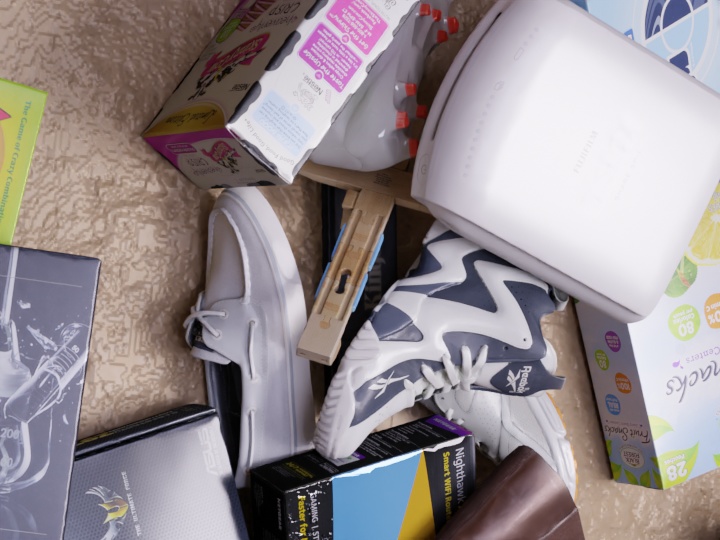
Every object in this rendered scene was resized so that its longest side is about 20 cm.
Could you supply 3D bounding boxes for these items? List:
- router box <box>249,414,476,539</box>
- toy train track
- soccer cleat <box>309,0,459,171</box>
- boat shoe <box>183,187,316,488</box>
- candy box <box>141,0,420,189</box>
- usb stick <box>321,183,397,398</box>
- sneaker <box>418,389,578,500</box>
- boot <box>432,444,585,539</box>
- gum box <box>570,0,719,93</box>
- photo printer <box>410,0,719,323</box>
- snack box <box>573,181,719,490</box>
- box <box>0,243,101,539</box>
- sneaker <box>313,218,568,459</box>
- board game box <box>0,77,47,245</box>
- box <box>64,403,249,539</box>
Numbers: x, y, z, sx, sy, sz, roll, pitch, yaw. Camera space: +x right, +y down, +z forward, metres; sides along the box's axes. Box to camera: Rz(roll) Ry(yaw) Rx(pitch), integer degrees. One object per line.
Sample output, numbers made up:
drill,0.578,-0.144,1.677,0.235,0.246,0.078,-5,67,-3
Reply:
router box,0.006,0.209,1.703,0.149,0.051,0.200,-15,114,-29
toy train track,0.001,-0.018,1.667,0.115,0.033,0.200,16,56,8
soccer cleat,0.014,-0.148,1.701,0.069,0.077,0.200,66,30,-44
boat shoe,-0.080,0.046,1.672,0.068,0.072,0.200,-15,108,-31
candy box,-0.040,-0.147,1.645,0.061,0.136,0.200,41,72,-22
usb stick,0.000,0.000,1.730,0.055,0.033,0.200,-2,92,-22
sneaker,0.081,0.094,1.765,0.092,0.076,0.200,-20,93,-20
boot,0.090,0.235,1.706,0.200,0.064,0.187,-43,128,-21
gum box,0.207,-0.142,1.785,0.200,0.045,0.170,-32,121,-44
photo printer,0.135,-0.078,1.654,0.200,0.069,0.167,28,87,-29
snack box,0.245,0.037,1.851,0.168,0.068,0.200,-20,103,-28
box,-0.267,0.068,1.513,0.200,0.104,0.182,8,87,-13
sneaker,0.064,0.063,1.674,0.129,0.080,0.199,31,59,6
board game box,-0.298,-0.086,1.551,0.200,0.048,0.102,16,83,-29
box,-0.146,0.202,1.643,0.158,0.051,0.200,-16,98,-26
